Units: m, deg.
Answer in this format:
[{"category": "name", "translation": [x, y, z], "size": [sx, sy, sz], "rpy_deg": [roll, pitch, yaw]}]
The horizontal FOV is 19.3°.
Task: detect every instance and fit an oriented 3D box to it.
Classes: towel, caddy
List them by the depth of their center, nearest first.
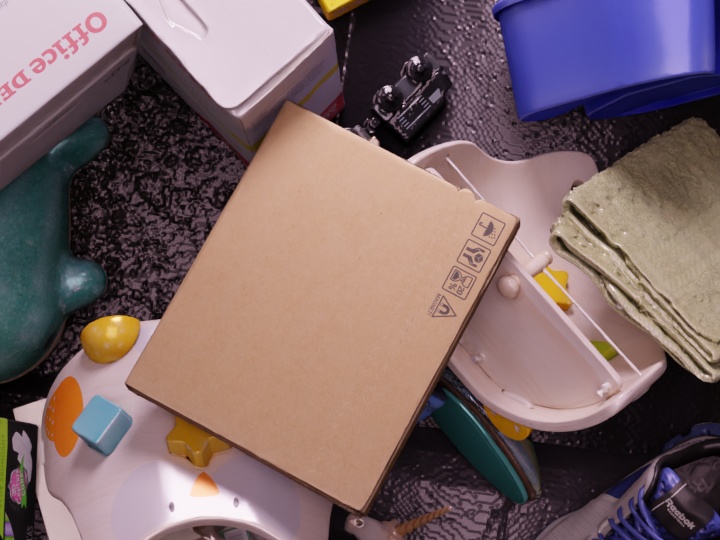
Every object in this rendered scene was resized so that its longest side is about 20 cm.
[{"category": "towel", "translation": [0.211, -0.017, 1.340], "size": [0.148, 0.037, 0.200], "rpy_deg": [46, 42, 8]}, {"category": "caddy", "translation": [0.175, -0.160, 1.344], "size": [0.141, 0.199, 0.106], "rpy_deg": [-4, 85, -40]}]

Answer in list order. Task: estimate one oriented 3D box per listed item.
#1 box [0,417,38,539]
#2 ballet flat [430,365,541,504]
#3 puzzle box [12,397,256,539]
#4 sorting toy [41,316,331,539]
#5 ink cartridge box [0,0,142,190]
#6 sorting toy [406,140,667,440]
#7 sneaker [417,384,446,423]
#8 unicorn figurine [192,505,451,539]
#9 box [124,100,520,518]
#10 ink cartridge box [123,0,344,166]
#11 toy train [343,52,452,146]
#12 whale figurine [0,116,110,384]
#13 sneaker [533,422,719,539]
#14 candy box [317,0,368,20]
[{"category": "box", "translation": [-0.295, 0.159, 1.294], "size": [0.123, 0.200, 0.150], "rpy_deg": [-2, 81, 18]}, {"category": "ballet flat", "translation": [0.059, 0.062, 1.377], "size": [0.200, 0.074, 0.074], "rpy_deg": [45, 85, 4]}, {"category": "puzzle box", "translation": [-0.138, 0.167, 1.386], "size": [0.132, 0.025, 0.202], "rpy_deg": [-17, 81, -2]}, {"category": "sorting toy", "translation": [-0.095, 0.124, 1.281], "size": [0.198, 0.107, 0.181], "rpy_deg": [-4, 47, -6]}, {"category": "ink cartridge box", "translation": [-0.251, -0.160, 1.292], "size": [0.145, 0.145, 0.200], "rpy_deg": [-40, 88, -14]}, {"category": "sorting toy", "translation": [0.129, 0.001, 1.350], "size": [0.180, 0.107, 0.200], "rpy_deg": [-30, 73, -38]}, {"category": "sneaker", "translation": [0.000, 0.000, 1.310], "size": [0.078, 0.066, 0.202], "rpy_deg": [-18, 88, 17]}, {"category": "unicorn figurine", "translation": [-0.054, 0.204, 1.338], "size": [0.137, 0.074, 0.201], "rpy_deg": [27, 88, -15]}, {"category": "box", "translation": [-0.022, 0.019, 1.251], "size": [0.163, 0.021, 0.201], "rpy_deg": [27, 78, 9]}, {"category": "ink cartridge box", "translation": [-0.087, -0.151, 1.342], "size": [0.083, 0.200, 0.145], "rpy_deg": [-42, 83, -4]}, {"category": "toy train", "translation": [-0.012, -0.063, 1.413], "size": [0.046, 0.034, 0.200], "rpy_deg": [45, 85, -5]}, {"category": "whale figurine", "translation": [-0.239, -0.024, 1.377], "size": [0.158, 0.104, 0.201], "rpy_deg": [26, 85, 6]}, {"category": "sneaker", "translation": [0.174, 0.164, 1.331], "size": [0.199, 0.115, 0.081], "rpy_deg": [-41, 82, -4]}, {"category": "candy box", "translation": [-0.022, -0.282, 1.447], "size": [0.102, 0.026, 0.201], "rpy_deg": [-26, 82, -5]}]
